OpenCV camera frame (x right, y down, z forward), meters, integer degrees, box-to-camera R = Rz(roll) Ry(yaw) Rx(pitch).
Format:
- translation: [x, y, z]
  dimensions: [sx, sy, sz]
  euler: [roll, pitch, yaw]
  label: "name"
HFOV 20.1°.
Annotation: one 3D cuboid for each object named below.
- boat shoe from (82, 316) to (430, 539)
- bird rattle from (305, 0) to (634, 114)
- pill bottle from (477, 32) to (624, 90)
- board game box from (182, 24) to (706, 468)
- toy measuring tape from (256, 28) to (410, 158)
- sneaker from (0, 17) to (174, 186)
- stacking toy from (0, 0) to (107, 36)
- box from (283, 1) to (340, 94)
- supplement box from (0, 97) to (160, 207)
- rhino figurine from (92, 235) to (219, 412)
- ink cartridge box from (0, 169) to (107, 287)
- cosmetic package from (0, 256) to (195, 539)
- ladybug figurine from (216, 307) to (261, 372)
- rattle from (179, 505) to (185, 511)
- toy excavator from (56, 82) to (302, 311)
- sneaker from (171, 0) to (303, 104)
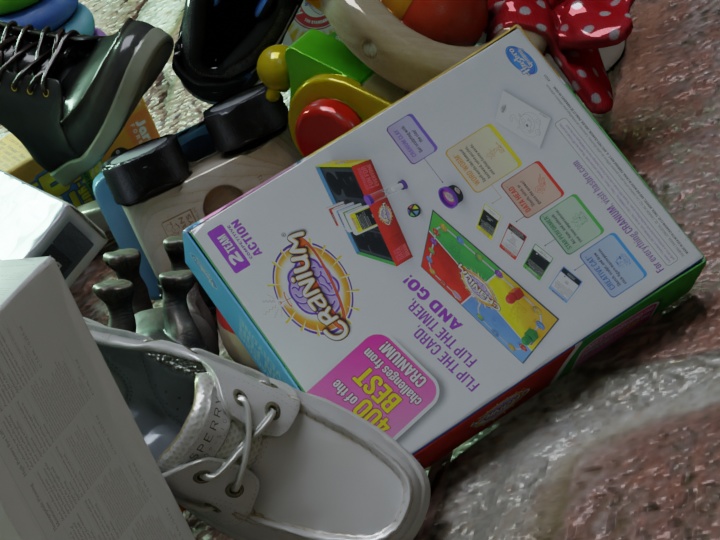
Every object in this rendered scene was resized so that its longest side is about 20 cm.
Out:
- translation: [-0.066, 0.072, 0.872]
  dimensions: [0.199, 0.069, 0.071]
  euler: [20, 81, 5]
  label: "boat shoe"
- translation: [0.052, -0.145, 1.107]
  dimensions: [0.163, 0.200, 0.113]
  euler: [-40, -5, -41]
  label: "bird rattle"
- translation: [0.085, -0.209, 1.223]
  dimensions: [0.113, 0.201, 0.114]
  euler: [-19, 27, 10]
  label: "pill bottle"
- translation: [0.039, -0.005, 0.961]
  dimensions: [0.199, 0.153, 0.040]
  euler: [-31, -18, -15]
  label: "board game box"
- translation: [0.028, -0.066, 1.098]
  dimensions: [0.199, 0.074, 0.074]
  euler: [27, 47, 15]
  label: "toy measuring tape"
- translation: [-0.186, -0.116, 1.201]
  dimensions: [0.075, 0.106, 0.200]
  euler: [-59, 12, -25]
  label: "sneaker"
- translation: [-0.224, -0.190, 1.296]
  dimensions: [0.085, 0.201, 0.086]
  euler: [-17, 30, 10]
  label: "stacking toy"
- translation: [0.025, -0.201, 1.357]
  dimensions: [0.199, 0.113, 0.101]
  euler: [-28, 26, -4]
  label: "box"
- translation: [-0.224, -0.048, 1.335]
  dimensions: [0.199, 0.067, 0.069]
  euler: [-35, 28, -19]
  label: "supplement box"
- translation: [-0.102, 0.045, 1.008]
  dimensions: [0.059, 0.088, 0.200]
  euler: [-6, 13, 0]
  label: "rhino figurine"
- translation: [-0.257, 0.028, 1.181]
  dimensions: [0.200, 0.043, 0.198]
  euler: [-53, 32, -9]
  label: "ink cartridge box"
- translation: [-0.123, 0.100, 0.828]
  dimensions: [0.050, 0.201, 0.083]
  euler: [-3, 32, 34]
  label: "cosmetic package"
- translation: [0.000, 0.000, 1.054]
  dimensions: [0.199, 0.072, 0.136]
  euler: [-4, 33, 35]
  label: "ladybug figurine"
- translation: [-0.192, 0.096, 0.870]
  dimensions: [0.142, 0.200, 0.131]
  euler: [-33, 26, 23]
  label: "rattle"
- translation: [-0.118, -0.037, 1.221]
  dimensions: [0.193, 0.100, 0.200]
  euler: [-26, 13, -3]
  label: "toy excavator"
- translation: [-0.046, -0.190, 1.157]
  dimensions: [0.112, 0.073, 0.201]
  euler: [-169, 101, -86]
  label: "sneaker"
